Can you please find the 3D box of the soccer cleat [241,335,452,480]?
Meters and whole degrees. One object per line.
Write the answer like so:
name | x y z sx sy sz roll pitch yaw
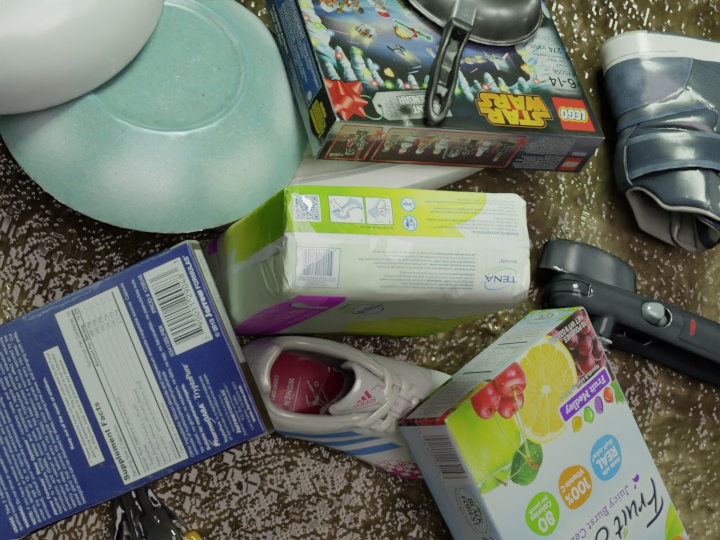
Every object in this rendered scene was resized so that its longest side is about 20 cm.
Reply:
soccer cleat | 0.013 0.088 1.086 0.198 0.086 0.071 13 77 -17

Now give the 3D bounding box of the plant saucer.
plant saucer | -0.123 -0.117 1.060 0.199 0.039 0.203 8 55 -11

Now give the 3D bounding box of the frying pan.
frying pan | 0.053 -0.175 1.110 0.115 0.031 0.190 39 42 7

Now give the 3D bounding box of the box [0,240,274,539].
box | -0.164 0.077 1.026 0.198 0.032 0.122 -23 88 7

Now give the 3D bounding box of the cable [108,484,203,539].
cable | -0.134 0.152 1.061 0.096 0.050 0.202 -23 76 -4

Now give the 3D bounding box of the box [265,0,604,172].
box | 0.047 -0.131 1.115 0.198 0.040 0.138 1 55 -29

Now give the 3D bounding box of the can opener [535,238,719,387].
can opener | 0.208 0.041 1.174 0.198 0.063 0.079 22 74 -14

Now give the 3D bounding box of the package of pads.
package of pads | 0.000 0.000 1.036 0.153 0.200 0.069 1 82 -19

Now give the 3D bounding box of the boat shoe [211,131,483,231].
boat shoe | -0.010 -0.075 1.122 0.198 0.072 0.069 -12 85 -12

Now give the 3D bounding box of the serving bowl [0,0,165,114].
serving bowl | -0.214 -0.192 1.026 0.198 0.066 0.202 2 60 -3

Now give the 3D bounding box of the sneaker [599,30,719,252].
sneaker | 0.267 -0.085 1.201 0.200 0.077 0.148 0 69 -9

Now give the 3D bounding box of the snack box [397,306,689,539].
snack box | 0.124 0.144 1.098 0.142 0.053 0.202 -34 105 -35
